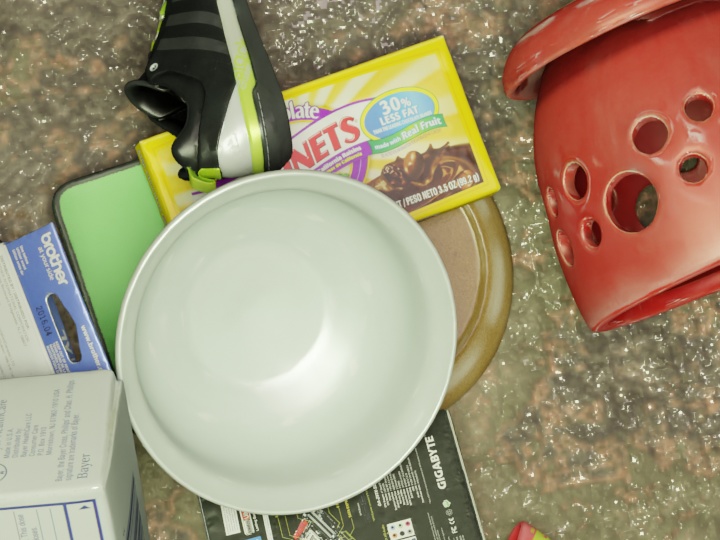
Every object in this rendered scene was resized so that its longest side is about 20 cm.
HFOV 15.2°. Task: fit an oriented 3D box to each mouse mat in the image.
[{"bbox_3d":[-0.069,-0.004,1.616,0.199,0.008,0.162,-19,87,-14],"label":"mouse mat"}]

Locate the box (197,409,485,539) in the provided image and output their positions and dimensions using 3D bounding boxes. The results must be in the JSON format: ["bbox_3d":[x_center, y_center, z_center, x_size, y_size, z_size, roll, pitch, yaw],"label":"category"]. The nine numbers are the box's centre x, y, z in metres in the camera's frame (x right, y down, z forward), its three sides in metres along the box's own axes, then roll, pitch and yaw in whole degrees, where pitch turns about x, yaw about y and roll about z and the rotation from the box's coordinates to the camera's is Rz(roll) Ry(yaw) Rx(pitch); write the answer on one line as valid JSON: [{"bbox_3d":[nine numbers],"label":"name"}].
[{"bbox_3d":[0.002,0.194,1.564,0.159,0.049,0.201,-16,64,-1],"label":"box"}]

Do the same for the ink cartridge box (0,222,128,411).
[{"bbox_3d":[-0.228,0.063,1.535,0.199,0.042,0.120,-25,84,22],"label":"ink cartridge box"}]

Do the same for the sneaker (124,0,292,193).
[{"bbox_3d":[-0.103,-0.130,1.583,0.082,0.072,0.201,-16,52,-8],"label":"sneaker"}]

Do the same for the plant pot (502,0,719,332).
[{"bbox_3d":[0.195,-0.083,1.609,0.199,0.200,0.184,-19,83,-13],"label":"plant pot"}]

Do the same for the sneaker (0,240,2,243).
[{"bbox_3d":[-0.207,0.061,1.577,0.081,0.074,0.201,-25,84,-5],"label":"sneaker"}]

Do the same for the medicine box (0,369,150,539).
[{"bbox_3d":[-0.219,0.161,1.477,0.198,0.103,0.183,-4,126,3],"label":"medicine box"}]

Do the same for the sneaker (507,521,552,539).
[{"bbox_3d":[0.119,0.195,1.620,0.198,0.078,0.091,-2,81,-11],"label":"sneaker"}]

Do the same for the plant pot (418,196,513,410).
[{"bbox_3d":[0.000,0.000,1.646,0.198,0.027,0.202,2,82,-11],"label":"plant pot"}]

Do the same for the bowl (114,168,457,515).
[{"bbox_3d":[-0.051,0.031,1.551,0.200,0.090,0.203,-4,105,-16],"label":"bowl"}]

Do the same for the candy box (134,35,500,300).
[{"bbox_3d":[-0.025,-0.061,1.616,0.199,0.026,0.103,-21,85,-13],"label":"candy box"}]
